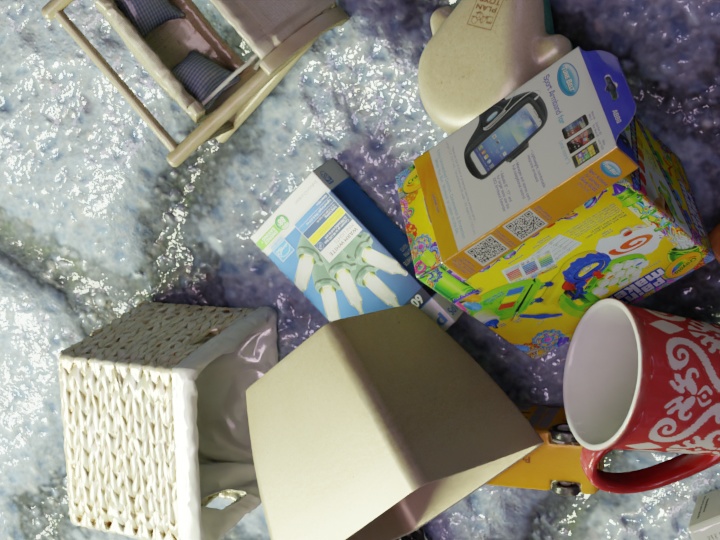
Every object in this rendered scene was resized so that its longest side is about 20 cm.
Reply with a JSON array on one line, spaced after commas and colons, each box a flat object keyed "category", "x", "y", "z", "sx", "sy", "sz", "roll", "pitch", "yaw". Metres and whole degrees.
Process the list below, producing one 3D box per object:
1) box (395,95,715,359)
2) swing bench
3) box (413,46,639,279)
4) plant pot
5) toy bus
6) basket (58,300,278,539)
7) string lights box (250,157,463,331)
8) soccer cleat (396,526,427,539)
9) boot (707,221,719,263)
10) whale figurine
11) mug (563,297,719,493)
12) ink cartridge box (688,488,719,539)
[{"category": "box", "x": 0.172, "y": -0.047, "z": 1.475, "sx": 0.199, "sy": 0.123, "sz": 0.192, "roll": -31, "pitch": 138, "yaw": 24}, {"category": "swing bench", "x": -0.154, "y": -0.245, "z": 1.578, "sx": 0.200, "sy": 0.130, "sz": 0.199, "roll": -42, "pitch": 89, "yaw": 25}, {"category": "box", "x": 0.141, "y": -0.093, "z": 1.361, "sx": 0.199, "sy": 0.120, "sz": 0.041, "roll": -32, "pitch": 137, "yaw": 22}, {"category": "plant pot", "x": 0.010, "y": 0.146, "z": 1.542, "sx": 0.200, "sy": 0.199, "sz": 0.178, "roll": -41, "pitch": 71, "yaw": 36}, {"category": "toy bus", "x": 0.140, "y": 0.170, "z": 1.628, "sx": 0.198, "sy": 0.078, "sz": 0.066, "roll": 3, "pitch": 106, "yaw": 19}, {"category": "basket", "x": -0.186, "y": 0.151, "z": 1.677, "sx": 0.159, "sy": 0.198, "sz": 0.202, "roll": 5, "pitch": 108, "yaw": 22}, {"category": "string lights box", "x": 0.000, "y": 0.000, "z": 1.636, "sx": 0.200, "sy": 0.059, "sz": 0.103, "roll": 46, "pitch": 116, "yaw": 2}, {"category": "soccer cleat", "x": 0.049, "y": 0.311, "z": 1.720, "sx": 0.073, "sy": 0.068, "sz": 0.201, "roll": -22, "pitch": 103, "yaw": 48}, {"category": "boot", "x": 0.366, "y": -0.075, "z": 1.485, "sx": 0.155, "sy": 0.077, "sz": 0.200, "roll": -39, "pitch": 98, "yaw": 29}, {"category": "whale figurine", "x": 0.136, "y": -0.210, "z": 1.514, "sx": 0.158, "sy": 0.103, "sz": 0.202, "roll": 19, "pitch": 90, "yaw": 39}, {"category": "mug", "x": 0.291, "y": 0.114, "z": 1.503, "sx": 0.198, "sy": 0.135, "sz": 0.178, "roll": 8, "pitch": 149, "yaw": -21}, {"category": "ink cartridge box", "x": 0.429, "y": 0.253, "z": 1.549, "sx": 0.199, "sy": 0.084, "sz": 0.146, "roll": -26, "pitch": 97, "yaw": 25}]
